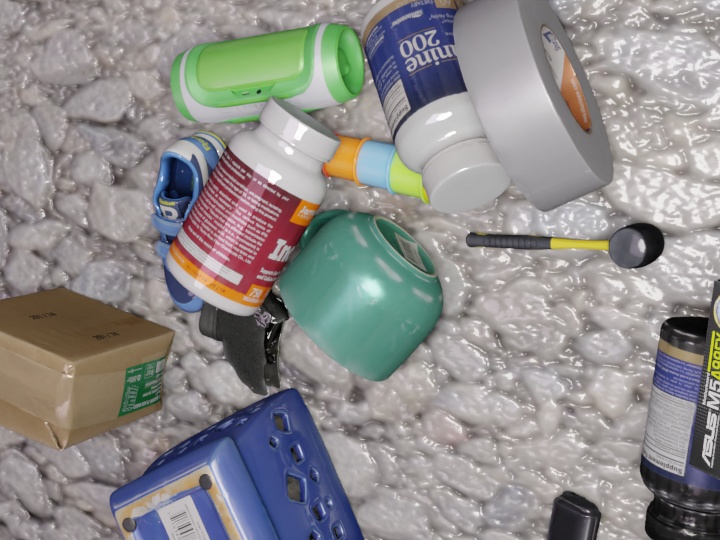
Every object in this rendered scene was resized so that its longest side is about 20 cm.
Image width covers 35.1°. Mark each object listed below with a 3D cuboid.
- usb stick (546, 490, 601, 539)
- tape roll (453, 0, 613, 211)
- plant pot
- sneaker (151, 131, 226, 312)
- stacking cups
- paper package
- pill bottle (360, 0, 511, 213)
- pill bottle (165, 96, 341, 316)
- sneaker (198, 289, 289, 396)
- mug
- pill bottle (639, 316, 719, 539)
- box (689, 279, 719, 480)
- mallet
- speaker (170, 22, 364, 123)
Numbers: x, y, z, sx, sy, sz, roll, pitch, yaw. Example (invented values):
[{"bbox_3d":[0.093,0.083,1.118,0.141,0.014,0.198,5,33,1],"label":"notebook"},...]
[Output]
[{"bbox_3d":[0.205,0.327,1.159,0.055,0.032,0.204,19,105,44],"label":"usb stick"},{"bbox_3d":[0.159,-0.159,1.029,0.065,0.200,0.203,-22,88,24],"label":"tape roll"},{"bbox_3d":[-0.141,0.269,1.227,0.198,0.179,0.203,-27,86,25],"label":"plant pot"},{"bbox_3d":[-0.197,-0.051,1.263,0.073,0.082,0.204,7,101,21],"label":"sneaker"},{"bbox_3d":[0.021,-0.104,1.175,0.197,0.060,0.062,11,101,24],"label":"stacking cups"},{"bbox_3d":[-0.339,0.105,1.280,0.188,0.199,0.105,19,103,20],"label":"paper package"},{"bbox_3d":[0.075,-0.162,1.079,0.110,0.110,0.203,-28,63,24],"label":"pill bottle"},{"bbox_3d":[-0.105,-0.066,1.149,0.112,0.113,0.202,35,102,15],"label":"pill bottle"},{"bbox_3d":[-0.117,0.028,1.253,0.103,0.060,0.203,22,110,20],"label":"sneaker"},{"bbox_3d":[0.000,0.004,1.146,0.185,0.152,0.115,47,108,11],"label":"mug"},{"bbox_3d":[0.318,0.152,1.048,0.110,0.112,0.204,10,101,22],"label":"pill bottle"},{"bbox_3d":[0.376,0.089,0.976,0.044,0.197,0.164,19,108,58],"label":"box"},{"bbox_3d":[0.191,-0.026,1.105,0.196,0.066,0.042,2,97,24],"label":"mallet"},{"bbox_3d":[-0.099,-0.206,1.198,0.196,0.088,0.090,-4,95,24],"label":"speaker"}]
